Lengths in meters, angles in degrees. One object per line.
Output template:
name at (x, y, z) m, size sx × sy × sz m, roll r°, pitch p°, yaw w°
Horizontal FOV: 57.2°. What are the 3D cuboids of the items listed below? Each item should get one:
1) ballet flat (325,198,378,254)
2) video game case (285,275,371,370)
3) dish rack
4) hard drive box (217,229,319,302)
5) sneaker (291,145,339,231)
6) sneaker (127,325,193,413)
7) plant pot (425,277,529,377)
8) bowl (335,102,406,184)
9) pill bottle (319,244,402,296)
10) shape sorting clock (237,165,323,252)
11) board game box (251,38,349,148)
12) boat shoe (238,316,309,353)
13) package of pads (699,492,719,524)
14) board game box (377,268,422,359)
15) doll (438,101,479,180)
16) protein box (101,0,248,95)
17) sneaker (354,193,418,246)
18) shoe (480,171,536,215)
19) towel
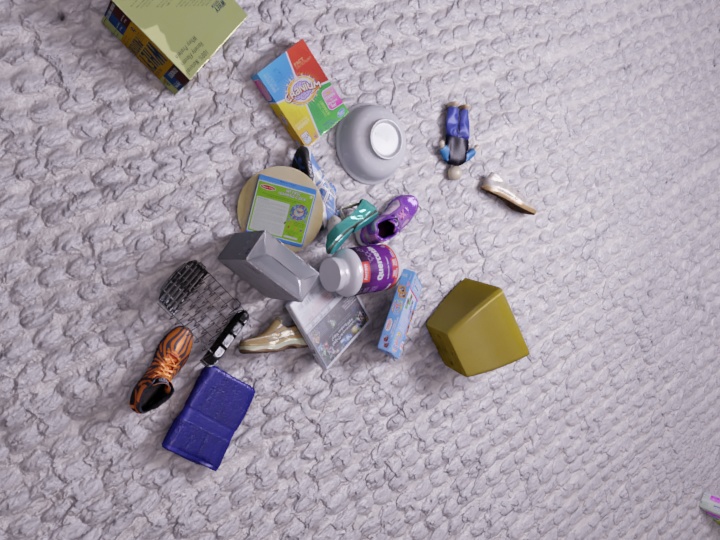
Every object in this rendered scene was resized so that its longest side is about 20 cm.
ballet flat at (-0.037, -0.110, 1.558) m, size 0.070 × 0.068 × 0.200 m, roll 42°, pitch 49°, yaw 7°
video game case at (-0.072, 0.103, 1.578) m, size 0.200 × 0.023 × 0.184 m, roll -44°, pitch 112°, yaw -41°
dish rack at (-0.339, 0.085, 1.415) m, size 0.200 × 0.054 × 0.154 m, roll 48°, pitch 46°, yaw -17°
hard drive box at (-0.204, -0.009, 1.429) m, size 0.155 × 0.199 × 0.078 m, roll 40°, pitch 72°, yaw -25°
sneaker at (-0.105, -0.199, 1.562) m, size 0.076 × 0.075 × 0.204 m, roll -28°, pitch 114°, yaw -33°
sneaker at (-0.400, 0.211, 1.370) m, size 0.077 × 0.111 × 0.202 m, roll 35°, pitch 74°, yaw -26°
plant pot at (0.290, 0.162, 1.735) m, size 0.175 × 0.200 × 0.203 m, roll -31°, pitch 106°, yaw -13°
bowl at (0.043, -0.318, 1.628) m, size 0.198 × 0.090 × 0.206 m, roll -1°, pitch 91°, yaw -31°
pill bottle at (0.000, 0.000, 1.574) m, size 0.198 × 0.111 × 0.115 m, roll -9°, pitch 96°, yaw -44°
shape sorting clock at (-0.182, -0.136, 1.505) m, size 0.195 × 0.039 × 0.204 m, roll -3°, pitch 108°, yaw -8°
board game box at (-0.139, -0.411, 1.549) m, size 0.153 × 0.040 × 0.201 m, roll -44°, pitch 111°, yaw -22°
boat shoe at (-0.193, 0.146, 1.519) m, size 0.197 × 0.071 × 0.078 m, roll -5°, pitch 90°, yaw -41°
package of pads at (1.341, 0.886, 2.369) m, size 0.199 × 0.154 × 0.069 m, roll 39°, pitch 73°, yaw -25°
board game box at (0.101, 0.113, 1.650) m, size 0.036 × 0.151 × 0.204 m, roll 16°, pitch 79°, yaw 16°
doll at (0.265, -0.345, 1.779) m, size 0.134 × 0.048 × 0.205 m, roll 6°, pitch 88°, yaw -29°
protein box at (-0.380, -0.516, 1.353) m, size 0.200 × 0.134 × 0.200 m, roll 44°, pitch 70°, yaw -23°
sneaker at (0.082, -0.124, 1.656) m, size 0.199 × 0.088 × 0.081 m, roll -37°, pitch 107°, yaw -25°
shoe at (0.427, -0.214, 1.863) m, size 0.197 × 0.070 × 0.054 m, roll 25°, pitch 87°, yaw -26°
towel at (-0.333, 0.321, 1.453) m, size 0.147 × 0.049 × 0.203 m, roll 37°, pitch 73°, yaw -33°
